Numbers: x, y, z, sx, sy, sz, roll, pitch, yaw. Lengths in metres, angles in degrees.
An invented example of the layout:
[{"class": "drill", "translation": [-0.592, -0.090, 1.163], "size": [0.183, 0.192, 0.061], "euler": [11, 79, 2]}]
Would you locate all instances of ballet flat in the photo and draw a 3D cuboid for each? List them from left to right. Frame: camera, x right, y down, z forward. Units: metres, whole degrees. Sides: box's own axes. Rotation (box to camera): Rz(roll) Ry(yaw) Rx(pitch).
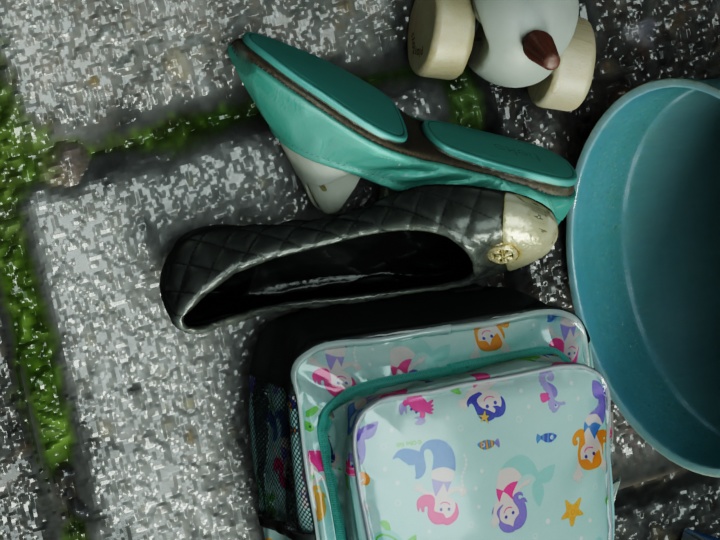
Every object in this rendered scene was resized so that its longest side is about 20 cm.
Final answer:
[{"class": "ballet flat", "translation": [0.000, 0.000, 1.466], "size": [0.199, 0.057, 0.067], "euler": [-9, 136, 3]}, {"class": "ballet flat", "translation": [0.013, -0.052, 1.491], "size": [0.199, 0.067, 0.071], "euler": [21, 111, -20]}]

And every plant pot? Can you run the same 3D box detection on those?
[{"class": "plant pot", "translation": [0.239, -0.012, 1.520], "size": [0.187, 0.200, 0.201], "euler": [-12, 104, -34]}]

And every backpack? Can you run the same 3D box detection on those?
[{"class": "backpack", "translation": [0.041, 0.119, 1.490], "size": [0.177, 0.151, 0.201], "euler": [-8, 107, -20]}]

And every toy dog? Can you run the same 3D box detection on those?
[{"class": "toy dog", "translation": [0.086, -0.172, 1.476], "size": [0.131, 0.096, 0.201], "euler": [-14, 104, -18]}]

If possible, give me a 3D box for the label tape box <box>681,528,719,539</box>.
[{"class": "label tape box", "translation": [0.218, 0.256, 1.618], "size": [0.143, 0.066, 0.201], "euler": [16, 95, -22]}]
